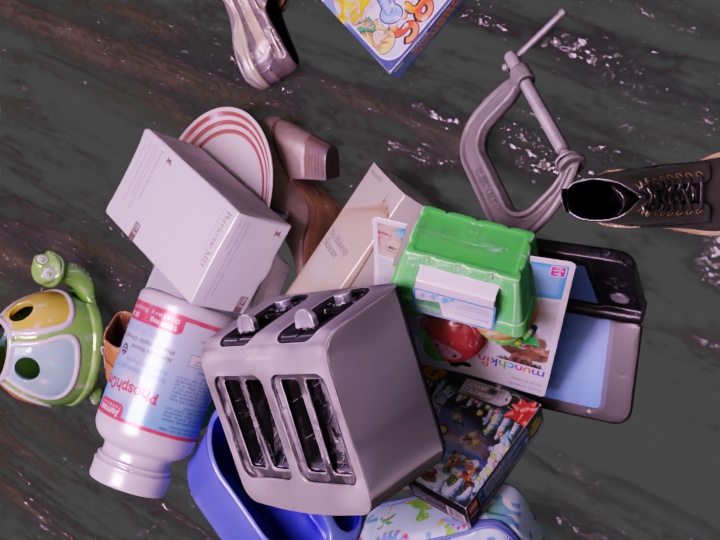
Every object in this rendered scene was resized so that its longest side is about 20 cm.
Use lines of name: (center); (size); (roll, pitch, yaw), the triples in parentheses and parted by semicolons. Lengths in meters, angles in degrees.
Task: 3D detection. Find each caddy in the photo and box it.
caddy: (-0.086, 0.221, 1.030); (0.200, 0.141, 0.105); (52, 134, 9)

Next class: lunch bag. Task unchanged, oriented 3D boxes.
lunch bag: (0.102, 0.308, 1.015); (0.199, 0.083, 0.161); (-19, 115, 27)

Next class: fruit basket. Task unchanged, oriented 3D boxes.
fruit basket: (0.095, 0.042, 0.923); (0.184, 0.094, 0.201); (15, 135, 12)

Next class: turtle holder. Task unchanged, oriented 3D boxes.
turtle holder: (-0.384, 0.085, 1.226); (0.186, 0.131, 0.141); (-51, 54, 32)

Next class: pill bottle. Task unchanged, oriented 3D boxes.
pill bottle: (-0.210, 0.127, 1.028); (0.108, 0.109, 0.201); (16, 84, 25)

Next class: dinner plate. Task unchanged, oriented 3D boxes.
dinner plate: (-0.162, -0.084, 1.113); (0.199, 0.024, 0.202); (-11, 73, 40)

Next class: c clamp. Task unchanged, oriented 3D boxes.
c clamp: (0.163, -0.135, 0.966); (0.171, 0.027, 0.201); (-40, 49, 34)

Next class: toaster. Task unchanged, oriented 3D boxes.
toaster: (-0.033, 0.121, 0.895); (0.180, 0.118, 0.201); (-6, 105, 45)

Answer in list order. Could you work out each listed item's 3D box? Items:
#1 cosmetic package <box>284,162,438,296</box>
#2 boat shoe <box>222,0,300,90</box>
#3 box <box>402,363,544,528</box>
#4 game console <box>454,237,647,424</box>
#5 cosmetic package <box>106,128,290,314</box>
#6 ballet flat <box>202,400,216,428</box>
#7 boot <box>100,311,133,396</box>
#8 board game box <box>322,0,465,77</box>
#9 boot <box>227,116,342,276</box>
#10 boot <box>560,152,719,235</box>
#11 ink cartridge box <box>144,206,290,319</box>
cosmetic package: (0.000, 0.000, 1.034); (0.201, 0.073, 0.104); (-57, 29, 11)
boat shoe: (-0.115, -0.310, 1.119); (0.073, 0.074, 0.201); (-14, 96, 17)
box: (0.067, 0.156, 1.004); (0.199, 0.137, 0.040); (22, 146, 34)
game console: (0.169, 0.054, 0.970); (0.199, 0.176, 0.117); (9, 69, 26)
cosmetic package: (-0.176, -0.054, 1.050); (0.200, 0.081, 0.113); (39, 105, 40)
ballet flat: (-0.172, 0.112, 1.186); (0.200, 0.070, 0.065); (-50, 46, 18)
boot: (-0.278, 0.121, 1.164); (0.076, 0.200, 0.156); (-13, 113, -13)
board game box: (0.059, -0.326, 1.040); (0.136, 0.034, 0.200); (49, 113, 16)
boot: (-0.093, -0.073, 1.127); (0.145, 0.070, 0.202); (10, 98, 33)
boot: (0.287, -0.065, 0.882); (0.199, 0.138, 0.078); (-8, 90, 27)
ink cartridge box: (-0.169, 0.010, 1.139); (0.199, 0.040, 0.201); (21, 89, 43)
